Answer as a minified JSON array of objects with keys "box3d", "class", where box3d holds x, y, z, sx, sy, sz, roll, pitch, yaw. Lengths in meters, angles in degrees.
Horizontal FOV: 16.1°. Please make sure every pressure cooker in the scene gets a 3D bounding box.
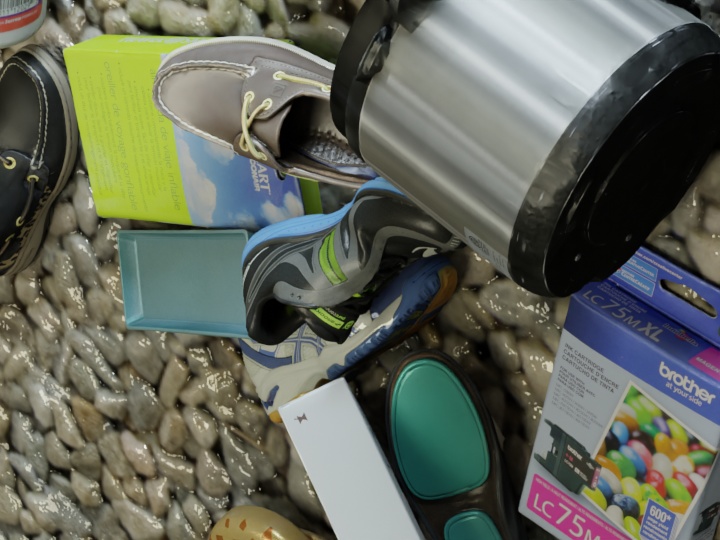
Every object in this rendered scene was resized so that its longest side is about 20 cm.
[{"box3d":[0.079,-0.105,1.380,0.200,0.178,0.177,38,135,24],"class":"pressure cooker"}]

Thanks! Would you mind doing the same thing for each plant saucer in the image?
[{"box3d":[-0.111,0.007,1.693,0.200,0.019,0.070,1,97,60],"class":"plant saucer"}]

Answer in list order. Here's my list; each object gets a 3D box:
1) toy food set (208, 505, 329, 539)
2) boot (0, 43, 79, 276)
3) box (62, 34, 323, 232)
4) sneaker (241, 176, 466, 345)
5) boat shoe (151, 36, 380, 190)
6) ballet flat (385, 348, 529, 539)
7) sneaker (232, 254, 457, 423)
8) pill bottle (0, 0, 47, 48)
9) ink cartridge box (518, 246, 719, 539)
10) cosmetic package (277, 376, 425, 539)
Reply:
[{"box3d":[-0.032,0.267,1.761,0.197,0.049,0.201,32,128,29],"class":"toy food set"},{"box3d":[-0.281,-0.055,1.772,0.073,0.150,0.201,43,134,20],"class":"boot"},{"box3d":[-0.102,-0.090,1.658,0.199,0.048,0.123,7,115,41],"class":"box"},{"box3d":[-0.001,0.000,1.514,0.199,0.070,0.083,-22,55,46],"class":"sneaker"},{"box3d":[-0.038,-0.091,1.536,0.199,0.060,0.072,16,115,12],"class":"boat shoe"},{"box3d":[0.065,0.135,1.588,0.073,0.073,0.201,-5,110,45],"class":"ballet flat"},{"box3d":[-0.020,0.024,1.614,0.200,0.075,0.089,-36,80,45],"class":"sneaker"},{"box3d":[-0.258,-0.257,1.682,0.111,0.111,0.201,29,127,31],"class":"pill bottle"},{"box3d":[0.164,0.089,1.493,0.119,0.042,0.201,33,127,29],"class":"ink cartridge box"},{"box3d":[0.015,0.172,1.593,0.151,0.051,0.201,59,-174,-82],"class":"cosmetic package"}]
